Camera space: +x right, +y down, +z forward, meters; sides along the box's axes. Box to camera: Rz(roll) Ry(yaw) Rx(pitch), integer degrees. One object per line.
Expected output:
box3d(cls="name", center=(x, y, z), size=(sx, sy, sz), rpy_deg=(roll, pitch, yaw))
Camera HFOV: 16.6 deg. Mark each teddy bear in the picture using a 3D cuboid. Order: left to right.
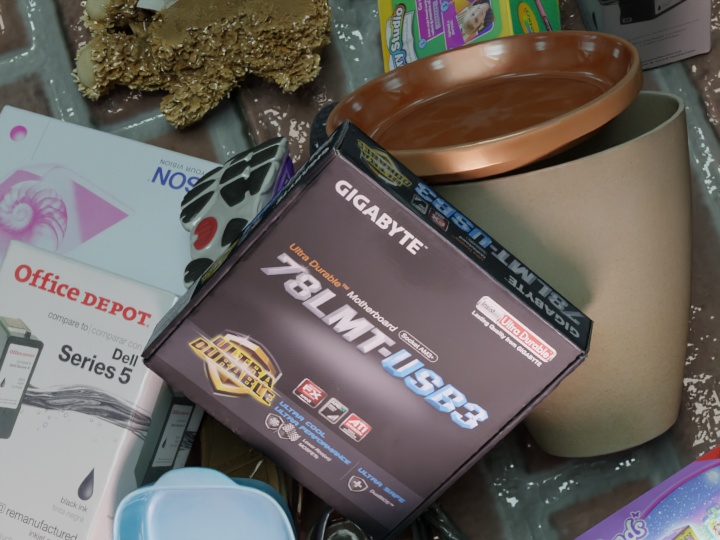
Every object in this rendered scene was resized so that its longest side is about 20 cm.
box3d(cls="teddy bear", center=(-0.112, -0.169, 1.760), size=(0.199, 0.067, 0.145), rpy_deg=(-16, 56, 9))

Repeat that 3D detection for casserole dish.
box3d(cls="casserole dish", center=(-0.088, 0.208, 1.551), size=(0.121, 0.039, 0.201), rpy_deg=(-1, 109, 14))

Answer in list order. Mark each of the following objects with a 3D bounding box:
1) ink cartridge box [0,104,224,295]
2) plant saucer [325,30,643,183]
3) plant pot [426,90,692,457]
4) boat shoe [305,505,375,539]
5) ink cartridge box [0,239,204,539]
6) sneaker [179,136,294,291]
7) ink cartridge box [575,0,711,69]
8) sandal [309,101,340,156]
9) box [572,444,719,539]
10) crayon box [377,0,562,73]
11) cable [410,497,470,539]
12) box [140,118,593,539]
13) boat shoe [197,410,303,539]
box3d(cls="ink cartridge box", center=(-0.194, 0.000, 1.706), size=(0.196, 0.043, 0.201), rpy_deg=(15, 69, 14))
box3d(cls="plant saucer", center=(0.078, -0.099, 1.533), size=(0.200, 0.200, 0.032), rpy_deg=(-12, 111, 5))
box3d(cls="plant pot", center=(0.137, 0.009, 1.566), size=(0.187, 0.187, 0.201), rpy_deg=(-15, 104, 2))
box3d(cls="boat shoe", center=(0.002, 0.242, 1.559), size=(0.072, 0.065, 0.201), rpy_deg=(-12, 67, 2))
box3d(cls="ink cartridge box", center=(-0.187, 0.097, 1.602), size=(0.145, 0.084, 0.201), rpy_deg=(17, 85, 29))
box3d(cls="sneaker", center=(-0.070, -0.012, 1.620), size=(0.080, 0.084, 0.200), rpy_deg=(-25, 32, 20))
box3d(cls="ink cartridge box", center=(0.178, -0.244, 1.664), size=(0.083, 0.200, 0.146), rpy_deg=(-16, 65, 0))
box3d(cls="sandal", center=(0.052, -0.049, 1.688), size=(0.200, 0.045, 0.075), rpy_deg=(29, 96, 9))
box3d(cls="box", center=(0.219, 0.199, 1.559), size=(0.200, 0.039, 0.137), rpy_deg=(-32, 67, -5))
box3d(cls="crayon box", center=(0.071, -0.208, 1.712), size=(0.119, 0.058, 0.201), rpy_deg=(-26, 59, 39))
box3d(cls="cable", center=(0.033, 0.136, 1.574), size=(0.097, 0.050, 0.201), rpy_deg=(-8, 88, 13))
box3d(cls="box", center=(0.003, 0.042, 1.491), size=(0.200, 0.050, 0.198), rpy_deg=(39, 120, -11))
box3d(cls="boat shoe", center=(-0.067, 0.099, 1.631), size=(0.072, 0.072, 0.201), rpy_deg=(-23, 53, 20))
